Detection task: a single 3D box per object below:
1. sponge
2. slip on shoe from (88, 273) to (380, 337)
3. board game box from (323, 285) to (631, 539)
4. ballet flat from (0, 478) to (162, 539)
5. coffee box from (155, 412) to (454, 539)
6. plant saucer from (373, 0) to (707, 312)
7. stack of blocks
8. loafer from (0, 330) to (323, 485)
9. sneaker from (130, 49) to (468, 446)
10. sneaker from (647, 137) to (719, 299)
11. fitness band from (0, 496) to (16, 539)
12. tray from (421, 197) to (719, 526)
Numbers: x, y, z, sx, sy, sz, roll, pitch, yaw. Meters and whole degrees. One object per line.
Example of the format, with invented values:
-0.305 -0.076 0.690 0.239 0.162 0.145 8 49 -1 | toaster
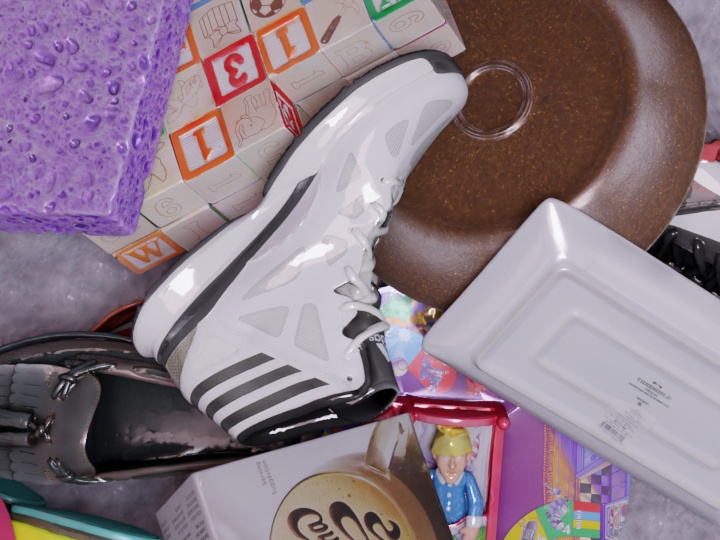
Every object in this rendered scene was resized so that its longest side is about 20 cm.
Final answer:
-0.139 -0.115 0.897 0.111 0.030 0.202 4 71 25 | sponge
-0.079 0.032 0.938 0.199 0.061 0.075 -25 86 2 | slip on shoe
0.038 0.108 0.921 0.158 0.039 0.200 -41 96 3 | board game box
-0.166 0.139 0.900 0.199 0.067 0.068 13 86 46 | ballet flat
-0.005 0.181 0.826 0.112 0.080 0.201 -12 73 -24 | coffee box
0.069 -0.078 0.902 0.199 0.037 0.202 -7 69 19 | plant saucer
-0.053 -0.098 0.904 0.199 0.059 0.116 -27 61 12 | stack of blocks
-0.115 0.069 0.882 0.198 0.063 0.073 -2 101 0 | loafer
0.000 0.000 0.845 0.201 0.076 0.115 -46 69 0 | sneaker
0.191 -0.013 0.903 0.199 0.071 0.099 8 68 4 | sneaker
-0.212 0.190 0.861 0.143 0.037 0.202 -23 62 41 | fitness band
0.137 0.054 0.884 0.199 0.022 0.108 31 120 -18 | tray
